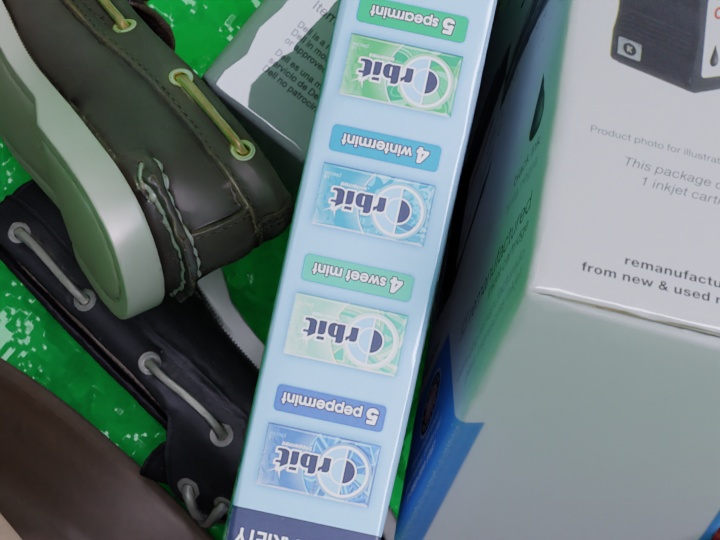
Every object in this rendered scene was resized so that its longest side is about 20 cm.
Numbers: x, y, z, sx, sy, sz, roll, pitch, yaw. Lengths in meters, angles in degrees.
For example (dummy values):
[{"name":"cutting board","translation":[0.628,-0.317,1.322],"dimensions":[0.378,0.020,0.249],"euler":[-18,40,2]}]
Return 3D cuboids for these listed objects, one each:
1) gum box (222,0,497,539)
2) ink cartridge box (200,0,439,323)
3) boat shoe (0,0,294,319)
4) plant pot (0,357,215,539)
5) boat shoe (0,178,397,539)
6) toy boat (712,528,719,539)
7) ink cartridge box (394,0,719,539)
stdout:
[{"name":"gum box","translation":[0.000,0.000,0.845],"dimensions":[0.044,0.170,0.200],"euler":[11,87,0]},{"name":"ink cartridge box","translation":[0.059,-0.088,0.989],"dimensions":[0.147,0.083,0.200],"euler":[39,80,-3]},{"name":"boat shoe","translation":[-0.084,-0.061,0.927],"dimensions":[0.059,0.200,0.072],"euler":[-22,131,-13]},{"name":"plant pot","translation":[-0.127,0.143,0.891],"dimensions":[0.175,0.200,0.200],"euler":[-44,92,6]},{"name":"boat shoe","translation":[-0.048,0.047,0.960],"dimensions":[0.060,0.074,0.200],"euler":[-35,87,-12]},{"name":"toy boat","translation":[0.161,0.025,0.975],"dimensions":[0.130,0.131,0.200],"euler":[33,65,20]},{"name":"ink cartridge box","translation":[0.077,-0.029,0.834],"dimensions":[0.084,0.145,0.200],"euler":[14,55,-5]}]
